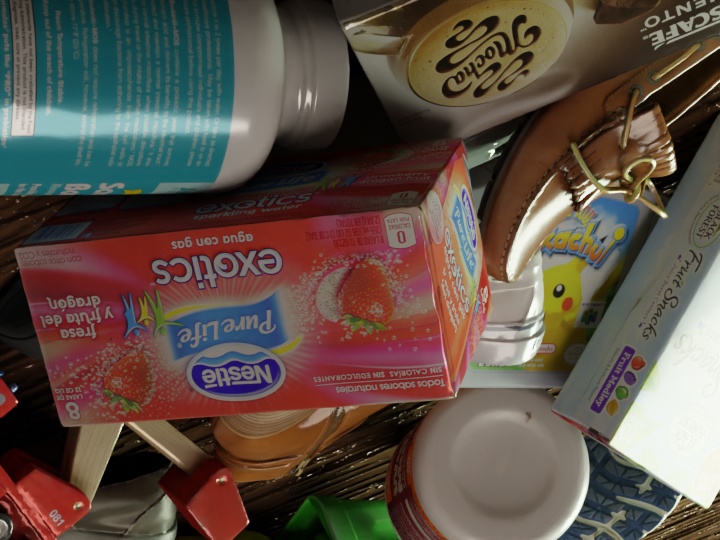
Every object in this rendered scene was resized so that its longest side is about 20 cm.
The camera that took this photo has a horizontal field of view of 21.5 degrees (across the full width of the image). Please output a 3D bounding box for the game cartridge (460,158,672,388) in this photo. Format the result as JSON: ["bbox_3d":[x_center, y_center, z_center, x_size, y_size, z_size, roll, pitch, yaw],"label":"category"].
[{"bbox_3d":[0.103,0.002,1.092,0.199,0.040,0.134,2,107,-35],"label":"game cartridge"}]

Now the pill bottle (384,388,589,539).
[{"bbox_3d":[0.074,0.138,1.223,0.109,0.110,0.200,-10,168,-10],"label":"pill bottle"}]

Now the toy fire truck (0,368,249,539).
[{"bbox_3d":[-0.170,0.112,1.123,0.141,0.049,0.201,-38,118,-14],"label":"toy fire truck"}]

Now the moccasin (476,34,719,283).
[{"bbox_3d":[0.134,-0.071,0.948,0.201,0.078,0.074,-46,162,-11],"label":"moccasin"}]

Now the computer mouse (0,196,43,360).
[{"bbox_3d":[-0.140,-0.006,1.018,0.200,0.046,0.140,-33,144,23],"label":"computer mouse"}]

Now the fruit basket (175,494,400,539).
[{"bbox_3d":[-0.052,0.247,1.346,0.214,0.156,0.216,-20,157,-9],"label":"fruit basket"}]

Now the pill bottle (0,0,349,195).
[{"bbox_3d":[-0.109,-0.089,0.853,0.199,0.111,0.111,-1,144,-21],"label":"pill bottle"}]

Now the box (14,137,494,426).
[{"bbox_3d":[-0.047,0.005,0.900,0.199,0.103,0.095,-6,111,17],"label":"box"}]

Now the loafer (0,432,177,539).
[{"bbox_3d":[-0.204,0.130,1.182,0.199,0.073,0.072,7,110,-30],"label":"loafer"}]

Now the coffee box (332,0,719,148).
[{"bbox_3d":[0.090,-0.146,0.886,0.199,0.080,0.113,-21,145,7],"label":"coffee box"}]

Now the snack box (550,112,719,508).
[{"bbox_3d":[0.210,0.027,1.125,0.142,0.053,0.201,33,87,-48],"label":"snack box"}]

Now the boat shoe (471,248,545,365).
[{"bbox_3d":[0.000,0.000,1.001,0.199,0.074,0.067,5,112,2],"label":"boat shoe"}]

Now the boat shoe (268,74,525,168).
[{"bbox_3d":[0.020,-0.064,0.980,0.200,0.070,0.072,-23,146,0],"label":"boat shoe"}]

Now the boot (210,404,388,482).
[{"bbox_3d":[0.002,0.073,1.178,0.199,0.077,0.155,-20,158,-19],"label":"boot"}]

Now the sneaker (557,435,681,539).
[{"bbox_3d":[0.205,0.115,1.274,0.200,0.077,0.085,-50,159,-3],"label":"sneaker"}]
